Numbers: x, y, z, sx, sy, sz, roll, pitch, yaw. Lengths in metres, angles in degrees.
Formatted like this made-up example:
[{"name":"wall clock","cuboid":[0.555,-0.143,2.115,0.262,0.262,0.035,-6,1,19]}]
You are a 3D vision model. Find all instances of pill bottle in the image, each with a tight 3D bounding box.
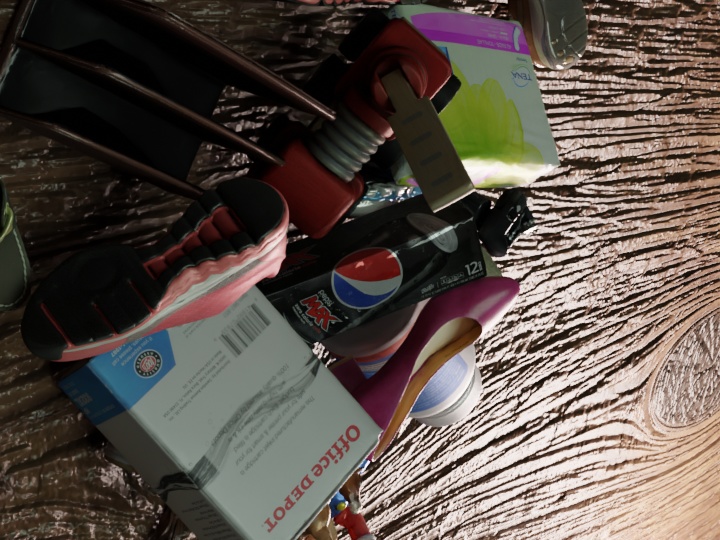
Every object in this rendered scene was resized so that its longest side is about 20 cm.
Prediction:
[{"name":"pill bottle","cuboid":[0.042,0.071,1.261,0.112,0.112,0.200,-58,142,-15]}]

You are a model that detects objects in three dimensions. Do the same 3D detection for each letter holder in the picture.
[{"name":"letter holder","cuboid":[-0.129,-0.111,0.927,0.200,0.142,0.101,24,87,-54]}]

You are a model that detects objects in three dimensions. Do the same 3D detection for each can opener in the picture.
[{"name":"can opener","cuboid":[0.143,-0.049,1.338,0.063,0.079,0.200,-44,167,4]}]

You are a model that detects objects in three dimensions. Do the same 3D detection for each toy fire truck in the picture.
[{"name":"toy fire truck","cuboid":[0.005,-0.091,1.010,0.176,0.129,0.200,-47,-171,12]}]

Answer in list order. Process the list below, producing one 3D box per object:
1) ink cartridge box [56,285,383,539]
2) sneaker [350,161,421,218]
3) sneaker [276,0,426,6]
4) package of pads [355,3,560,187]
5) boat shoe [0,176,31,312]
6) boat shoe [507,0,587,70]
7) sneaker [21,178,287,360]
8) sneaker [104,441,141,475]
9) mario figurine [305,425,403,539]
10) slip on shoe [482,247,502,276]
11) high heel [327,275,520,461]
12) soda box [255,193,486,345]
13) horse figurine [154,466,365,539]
[{"name":"ink cartridge box","cuboid":[-0.105,0.106,1.024,0.200,0.084,0.145,49,57,-8]},{"name":"sneaker","cuboid":[0.023,-0.053,1.215,0.200,0.075,0.087,-10,120,-50]},{"name":"sneaker","cuboid":[-0.003,-0.258,1.079,0.200,0.074,0.087,-15,115,-49]},{"name":"package of pads","cuboid":[0.093,-0.151,1.205,0.200,0.068,0.155,-5,78,-51]},{"name":"boat shoe","cuboid":[-0.260,-0.042,0.860,0.072,0.060,0.202,-47,139,-28]},{"name":"boat shoe","cuboid":[0.164,-0.291,1.283,0.076,0.072,0.200,-13,104,-35]},{"name":"sneaker","cuboid":[-0.134,0.018,0.936,0.200,0.074,0.087,-28,148,-12]},{"name":"sneaker","cuboid":[-0.123,0.112,1.108,0.200,0.070,0.109,7,98,-52]},{"name":"mario figurine","cuboid":[-0.028,0.212,1.239,0.200,0.123,0.106,-67,157,-10]},{"name":"slip on shoe","cuboid":[0.090,0.001,1.264,0.061,0.074,0.200,-44,-174,8]},{"name":"high heel","cuboid":[0.064,0.080,1.124,0.200,0.096,0.067,-26,139,-12]},{"name":"soda box","cuboid":[0.000,0.000,1.130,0.200,0.071,0.063,-22,123,-7]},{"name":"horse figurine","cuboid":[-0.087,0.222,1.159,0.050,0.200,0.133,117,-26,-61]}]
